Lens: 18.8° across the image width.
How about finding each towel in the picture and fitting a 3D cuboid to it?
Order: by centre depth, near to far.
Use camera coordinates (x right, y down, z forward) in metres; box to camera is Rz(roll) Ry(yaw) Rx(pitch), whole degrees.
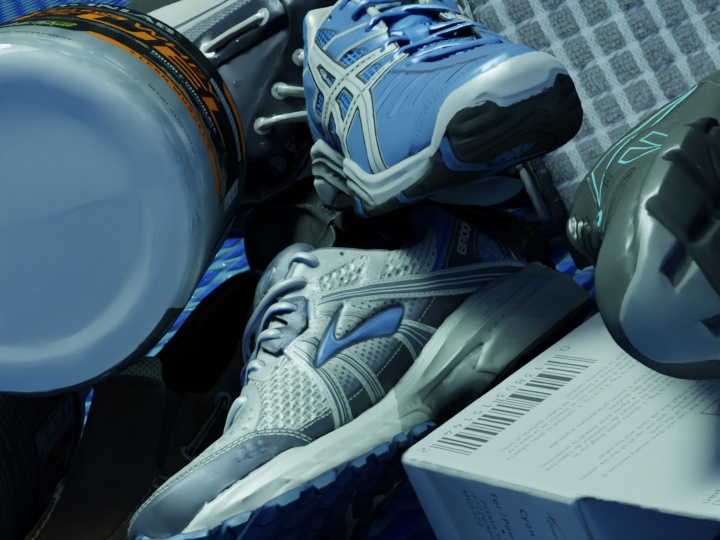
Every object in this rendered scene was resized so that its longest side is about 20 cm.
[{"bbox_3d":[0.118,-0.111,0.822,0.165,0.200,0.086,-24,-12,-3],"label":"towel"}]

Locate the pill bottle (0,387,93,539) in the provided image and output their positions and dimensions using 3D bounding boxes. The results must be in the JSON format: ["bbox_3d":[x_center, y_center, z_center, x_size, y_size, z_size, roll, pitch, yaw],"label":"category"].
[{"bbox_3d":[-0.175,0.064,0.847,0.116,0.116,0.200,-18,18,21],"label":"pill bottle"}]

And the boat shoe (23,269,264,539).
[{"bbox_3d":[-0.080,0.066,0.782,0.075,0.075,0.202,-13,21,34],"label":"boat shoe"}]

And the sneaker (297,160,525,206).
[{"bbox_3d":[0.013,-0.052,0.977,0.200,0.093,0.070,8,65,41],"label":"sneaker"}]

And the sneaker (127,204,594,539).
[{"bbox_3d":[-0.013,0.040,0.722,0.200,0.085,0.077,-32,-23,-42],"label":"sneaker"}]

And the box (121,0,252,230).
[{"bbox_3d":[-0.026,-0.108,1.133,0.200,0.124,0.149,-6,26,47],"label":"box"}]

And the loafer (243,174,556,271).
[{"bbox_3d":[0.000,0.000,0.876,0.070,0.068,0.200,-23,19,-27],"label":"loafer"}]

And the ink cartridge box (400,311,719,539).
[{"bbox_3d":[0.137,0.029,0.652,0.200,0.045,0.176,-34,19,-26],"label":"ink cartridge box"}]

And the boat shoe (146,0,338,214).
[{"bbox_3d":[-0.018,-0.087,0.917,0.200,0.075,0.093,-26,56,26],"label":"boat shoe"}]

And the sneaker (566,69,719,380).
[{"bbox_3d":[0.101,-0.009,0.651,0.079,0.075,0.200,-33,5,29],"label":"sneaker"}]

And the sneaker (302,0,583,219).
[{"bbox_3d":[0.016,-0.064,0.772,0.076,0.077,0.200,-19,6,-17],"label":"sneaker"}]

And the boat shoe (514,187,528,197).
[{"bbox_3d":[0.088,-0.067,0.949,0.060,0.074,0.200,-33,16,-25],"label":"boat shoe"}]

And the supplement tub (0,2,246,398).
[{"bbox_3d":[-0.106,-0.033,0.793,0.122,0.123,0.200,-23,10,6],"label":"supplement tub"}]
